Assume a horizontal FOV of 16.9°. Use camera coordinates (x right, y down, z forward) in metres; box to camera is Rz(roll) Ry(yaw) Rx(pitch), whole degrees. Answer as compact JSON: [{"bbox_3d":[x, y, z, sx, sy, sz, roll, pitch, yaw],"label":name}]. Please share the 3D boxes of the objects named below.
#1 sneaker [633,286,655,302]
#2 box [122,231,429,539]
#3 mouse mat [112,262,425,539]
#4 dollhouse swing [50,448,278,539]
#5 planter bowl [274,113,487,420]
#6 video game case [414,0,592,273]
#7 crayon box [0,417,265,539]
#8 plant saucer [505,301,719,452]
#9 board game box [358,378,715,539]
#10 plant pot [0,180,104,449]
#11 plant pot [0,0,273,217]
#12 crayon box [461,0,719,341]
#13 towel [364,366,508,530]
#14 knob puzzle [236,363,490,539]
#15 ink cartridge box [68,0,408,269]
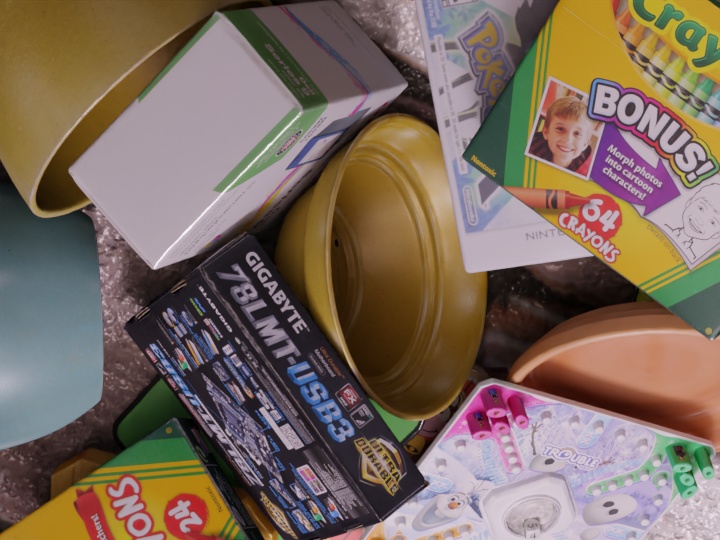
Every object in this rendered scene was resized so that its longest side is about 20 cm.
[{"bbox_3d":[0.239,-0.029,1.631,0.083,0.074,0.201,13,124,-1],"label":"sneaker"},{"bbox_3d":[-0.060,0.085,1.600,0.050,0.198,0.200,-37,91,-21],"label":"box"},{"bbox_3d":[-0.067,0.108,1.703,0.161,0.008,0.200,45,118,2],"label":"mouse mat"},{"bbox_3d":[-0.163,0.260,1.707,0.199,0.182,0.176,14,137,12],"label":"dollhouse swing"},{"bbox_3d":[0.000,0.000,1.608,0.083,0.200,0.201,-4,118,32],"label":"planter bowl"},{"bbox_3d":[0.137,-0.108,1.573,0.181,0.022,0.201,-8,98,19],"label":"video game case"},{"bbox_3d":[-0.171,0.207,1.670,0.199,0.051,0.127,-34,80,7],"label":"crayon box"},{"bbox_3d":[0.196,0.073,1.651,0.199,0.038,0.201,1,150,0],"label":"plant saucer"},{"bbox_3d":[0.120,0.172,1.696,0.199,0.026,0.200,17,126,-27],"label":"board game box"},{"bbox_3d":[-0.254,0.029,1.612,0.160,0.201,0.202,-3,116,-11],"label":"plant pot"},{"bbox_3d":[-0.175,-0.153,1.537,0.200,0.200,0.142,-45,80,19],"label":"plant pot"},{"bbox_3d":[0.192,-0.087,1.511,0.200,0.058,0.173,37,111,12],"label":"crayon box"},{"bbox_3d":[0.003,0.123,1.735,0.199,0.023,0.145,7,117,0],"label":"towel"},{"bbox_3d":[0.027,0.145,1.716,0.218,0.031,0.221,2,117,4],"label":"knob puzzle"},{"bbox_3d":[-0.072,-0.091,1.532,0.088,0.200,0.145,47,110,6],"label":"ink cartridge box"}]
